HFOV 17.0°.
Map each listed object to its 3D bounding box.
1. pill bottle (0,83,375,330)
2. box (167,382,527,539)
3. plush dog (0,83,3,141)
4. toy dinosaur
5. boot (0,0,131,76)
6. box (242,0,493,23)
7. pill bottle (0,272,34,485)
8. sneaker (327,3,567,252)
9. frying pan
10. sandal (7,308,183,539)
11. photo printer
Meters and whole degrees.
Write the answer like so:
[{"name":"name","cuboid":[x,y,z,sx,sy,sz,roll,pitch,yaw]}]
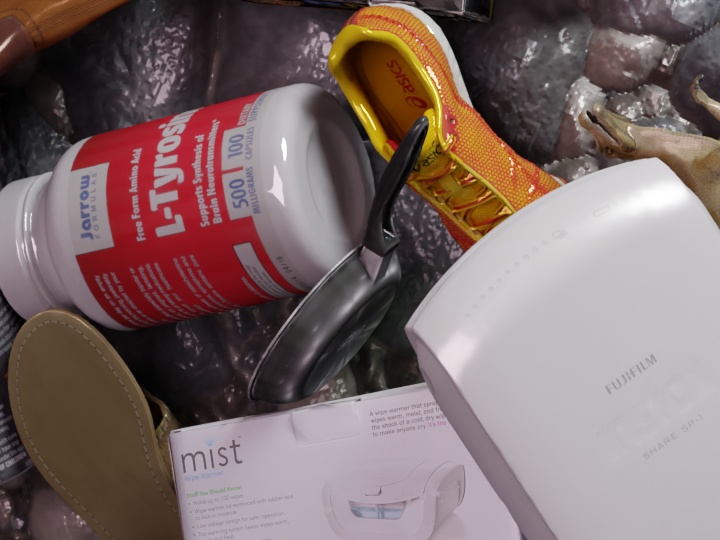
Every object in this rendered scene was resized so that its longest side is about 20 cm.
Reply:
[{"name":"pill bottle","cuboid":[-0.100,-0.029,1.334,0.199,0.112,0.113,-12,84,25]},{"name":"box","cuboid":[0.012,0.154,1.286,0.199,0.097,0.177,-12,83,26]},{"name":"plush dog","cuboid":[-0.307,-0.097,1.431,0.200,0.161,0.172,38,81,21]},{"name":"toy dinosaur","cuboid":[0.205,-0.031,1.229,0.200,0.058,0.101,47,125,8]},{"name":"boot","cuboid":[-0.179,-0.123,1.310,0.199,0.188,0.069,-22,107,-7]},{"name":"box","cuboid":[0.005,-0.242,1.321,0.159,0.049,0.201,7,92,23]},{"name":"pill bottle","cuboid":[-0.248,0.021,1.365,0.106,0.106,0.201,-6,116,26]},{"name":"sneaker","cuboid":[0.050,-0.049,1.267,0.200,0.077,0.073,49,120,-1]},{"name":"frying pan","cuboid":[0.005,-0.001,1.260,0.031,0.115,0.190,40,108,11]},{"name":"sandal","cuboid":[-0.130,0.109,1.377,0.077,0.070,0.212,-26,101,17]},{"name":"photo printer","cuboid":[0.130,0.057,1.186,0.166,0.069,0.200,-34,95,-7]}]
